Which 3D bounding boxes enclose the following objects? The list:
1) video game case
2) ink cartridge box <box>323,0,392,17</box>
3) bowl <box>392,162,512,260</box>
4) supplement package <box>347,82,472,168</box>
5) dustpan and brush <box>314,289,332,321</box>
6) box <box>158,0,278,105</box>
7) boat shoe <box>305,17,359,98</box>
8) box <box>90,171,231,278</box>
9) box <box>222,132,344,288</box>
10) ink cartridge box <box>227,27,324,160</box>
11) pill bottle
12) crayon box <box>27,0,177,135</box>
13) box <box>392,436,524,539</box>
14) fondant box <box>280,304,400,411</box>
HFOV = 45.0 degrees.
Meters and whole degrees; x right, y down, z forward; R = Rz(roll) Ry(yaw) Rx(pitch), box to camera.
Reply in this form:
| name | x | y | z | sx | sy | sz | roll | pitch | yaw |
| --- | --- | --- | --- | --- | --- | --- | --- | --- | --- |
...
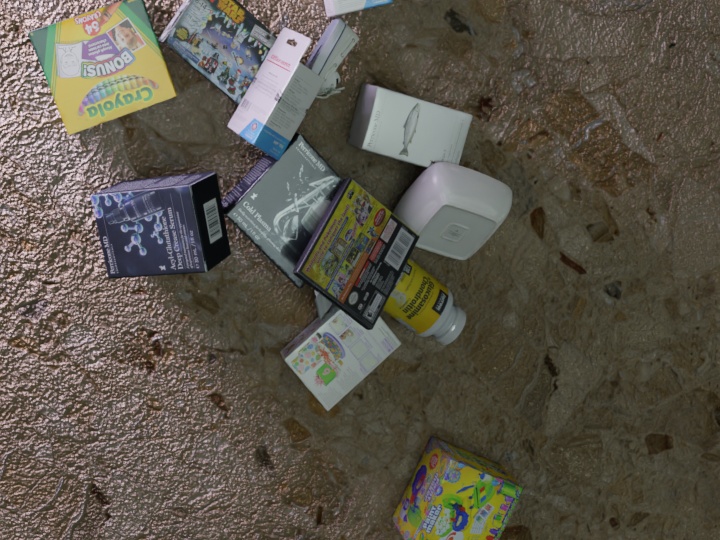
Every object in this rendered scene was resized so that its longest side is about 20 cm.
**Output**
| name | x | y | z | sx | sy | sz | roll | pitch | yaw |
| --- | --- | --- | --- | --- | --- | --- | --- | --- | --- |
| video game case | -0.004 | -0.030 | 1.545 | 0.180 | 0.025 | 0.203 | 37 | 70 | -23 |
| ink cartridge box | -0.021 | -0.568 | 1.550 | 0.113 | 0.068 | 0.205 | -15 | 107 | -13 |
| bowl | 0.175 | -0.099 | 1.653 | 0.196 | 0.076 | 0.200 | 17 | 137 | -22 |
| supplement package | 0.090 | -0.264 | 1.627 | 0.196 | 0.117 | 0.120 | 12 | 101 | -18 |
| dustpan and brush | -0.046 | -0.017 | 1.657 | 0.057 | 0.140 | 0.202 | 32 | 73 | 12 |
| box | -0.234 | -0.394 | 1.520 | 0.199 | 0.040 | 0.138 | 35 | 90 | -33 |
| boat shoe | -0.063 | -0.352 | 1.591 | 0.085 | 0.074 | 0.205 | 32 | 82 | -24 |
| box | -0.342 | -0.078 | 1.499 | 0.195 | 0.107 | 0.152 | -4 | 107 | 18 |
| box | -0.123 | -0.114 | 1.596 | 0.197 | 0.124 | 0.200 | -47 | 111 | -4 |
| ink cartridge box | -0.138 | -0.308 | 1.513 | 0.066 | 0.116 | 0.202 | 27 | 97 | -40 |
| pill bottle | 0.112 | 0.058 | 1.709 | 0.199 | 0.112 | 0.113 | 36 | 91 | -21 |
| crayon box | -0.435 | -0.350 | 1.480 | 0.196 | 0.058 | 0.176 | -22 | 107 | -11 |
| box | 0.203 | 0.492 | 1.830 | 0.190 | 0.122 | 0.203 | 25 | 95 | -20 |
| fondant box | -0.039 | 0.153 | 1.714 | 0.199 | 0.058 | 0.145 | -41 | 110 | -5 |
